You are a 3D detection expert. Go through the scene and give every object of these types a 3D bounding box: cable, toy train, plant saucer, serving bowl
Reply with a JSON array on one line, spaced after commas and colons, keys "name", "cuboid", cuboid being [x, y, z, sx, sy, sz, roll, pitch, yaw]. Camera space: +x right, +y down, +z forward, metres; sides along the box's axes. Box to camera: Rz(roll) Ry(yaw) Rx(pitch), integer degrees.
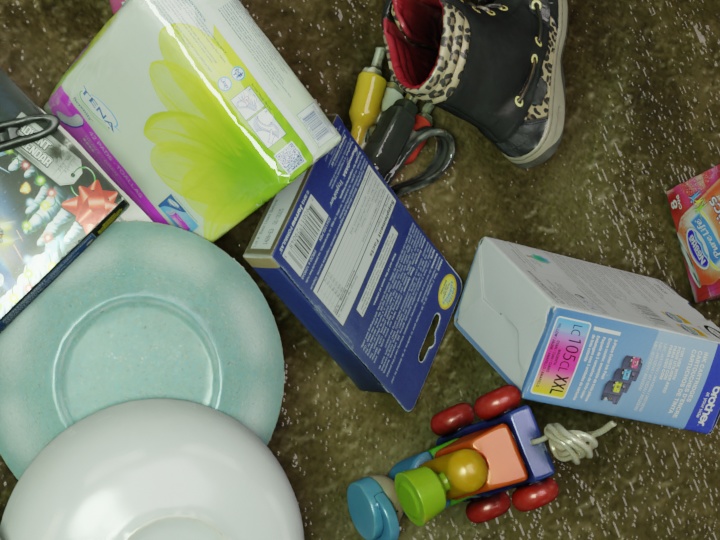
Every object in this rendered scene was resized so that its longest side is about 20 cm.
[{"name": "cable", "cuboid": [0.002, -0.062, 1.298, 0.097, 0.050, 0.201, 41, 71, -31]}, {"name": "toy train", "cuboid": [0.075, 0.134, 1.173, 0.115, 0.200, 0.085, -21, 85, -27]}, {"name": "plant saucer", "cuboid": [-0.144, 0.069, 1.120, 0.199, 0.039, 0.204, 0, 91, -11]}, {"name": "serving bowl", "cuboid": [-0.123, 0.185, 1.080, 0.198, 0.066, 0.203, -3, 100, -19]}]

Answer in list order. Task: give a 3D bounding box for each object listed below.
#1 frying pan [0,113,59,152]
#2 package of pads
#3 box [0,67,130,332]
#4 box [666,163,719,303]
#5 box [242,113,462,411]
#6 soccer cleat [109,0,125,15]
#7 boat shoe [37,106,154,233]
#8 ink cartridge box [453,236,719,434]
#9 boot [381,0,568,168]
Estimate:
[{"name": "frying pan", "cuboid": [-0.283, -0.049, 1.056, 0.188, 0.031, 0.116, 6, 87, 2]}, {"name": "package of pads", "cuboid": [-0.115, -0.101, 1.137, 0.068, 0.200, 0.155, -41, 96, -33]}, {"name": "box", "cuboid": [-0.261, -0.067, 1.090, 0.137, 0.040, 0.200, -45, 88, -5]}, {"name": "box", "cuboid": [0.365, -0.042, 1.445, 0.198, 0.095, 0.101, -8, 79, -31]}, {"name": "box", "cuboid": [0.000, 0.000, 1.236, 0.200, 0.032, 0.122, 50, 53, -40]}, {"name": "soccer cleat", "cuboid": [-0.110, -0.154, 1.223, 0.069, 0.086, 0.201, -27, 89, -32]}, {"name": "boat shoe", "cuboid": [-0.213, -0.046, 1.151, 0.200, 0.072, 0.069, 47, 59, -19]}, {"name": "ink cartridge box", "cuboid": [0.187, 0.051, 1.290, 0.198, 0.137, 0.077, 11, 108, -24]}, {"name": "boot", "cuboid": [0.087, -0.190, 1.324, 0.150, 0.073, 0.202, 20, 62, -43]}]
